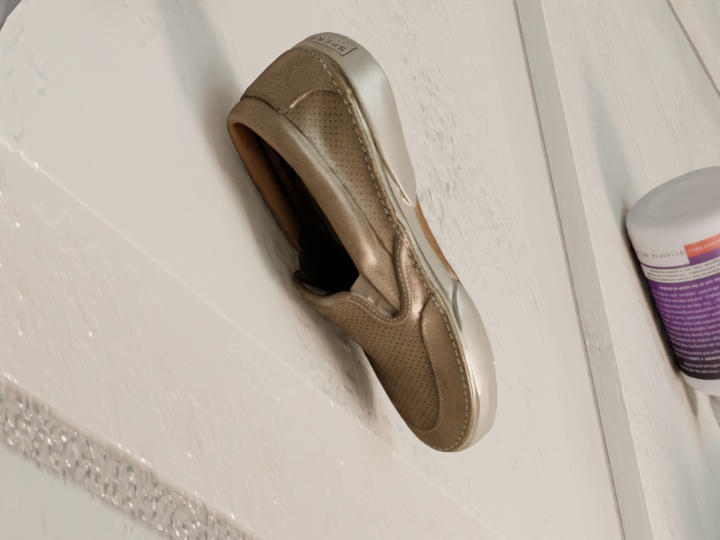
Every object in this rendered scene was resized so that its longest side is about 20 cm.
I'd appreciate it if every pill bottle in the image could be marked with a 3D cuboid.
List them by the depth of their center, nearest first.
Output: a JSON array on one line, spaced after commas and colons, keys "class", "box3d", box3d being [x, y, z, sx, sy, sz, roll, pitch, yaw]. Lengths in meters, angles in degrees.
[{"class": "pill bottle", "box3d": [0.292, 0.028, 1.736, 0.112, 0.111, 0.201, -70, 140, -64]}]

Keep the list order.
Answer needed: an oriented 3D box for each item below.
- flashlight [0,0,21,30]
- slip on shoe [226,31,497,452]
[{"class": "flashlight", "box3d": [-0.137, -0.048, 0.508, 0.068, 0.067, 0.200, 63, 18, -15]}, {"class": "slip on shoe", "box3d": [0.000, 0.000, 0.924, 0.061, 0.076, 0.201, -37, 125, -30]}]
